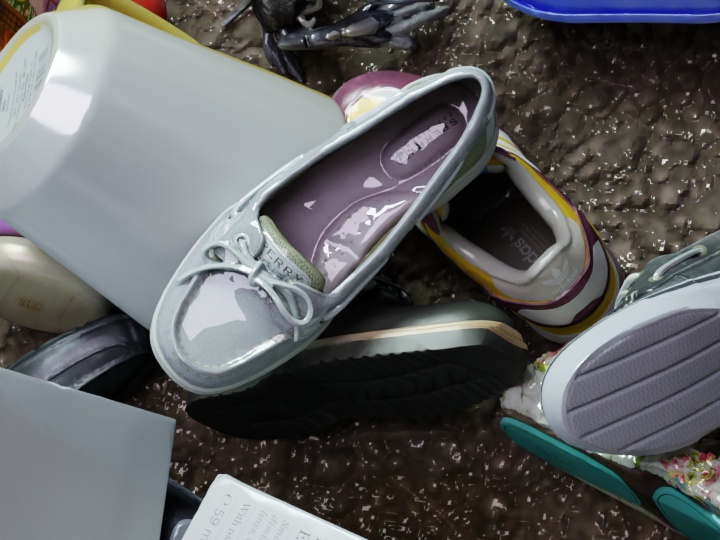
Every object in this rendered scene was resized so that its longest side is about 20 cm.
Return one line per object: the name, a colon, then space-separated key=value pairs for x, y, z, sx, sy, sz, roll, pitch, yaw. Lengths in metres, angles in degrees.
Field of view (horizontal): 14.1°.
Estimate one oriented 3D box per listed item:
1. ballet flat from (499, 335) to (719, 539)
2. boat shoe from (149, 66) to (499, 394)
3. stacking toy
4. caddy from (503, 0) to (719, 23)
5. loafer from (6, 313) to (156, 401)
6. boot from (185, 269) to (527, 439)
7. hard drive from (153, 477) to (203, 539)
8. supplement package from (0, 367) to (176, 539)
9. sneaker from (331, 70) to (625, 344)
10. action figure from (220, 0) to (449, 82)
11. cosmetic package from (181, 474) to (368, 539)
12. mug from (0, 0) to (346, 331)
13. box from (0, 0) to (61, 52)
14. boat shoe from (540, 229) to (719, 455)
ballet flat: x=0.152 y=0.090 z=1.355 sx=0.200 sy=0.076 sz=0.064 roll=32 pitch=76 yaw=28
boat shoe: x=-0.017 y=-0.022 z=1.354 sx=0.202 sy=0.065 sz=0.074 roll=-38 pitch=83 yaw=-6
stacking toy: x=-0.149 y=-0.071 z=1.553 sx=0.085 sy=0.085 sz=0.201 roll=3 pitch=63 yaw=24
caddy: x=0.150 y=-0.187 z=1.454 sx=0.199 sy=0.105 sz=0.142 roll=3 pitch=48 yaw=24
loafer: x=-0.178 y=0.100 z=1.495 sx=0.200 sy=0.068 sz=0.070 roll=-40 pitch=67 yaw=9
boot: x=0.000 y=0.000 z=1.434 sx=0.200 sy=0.077 sz=0.139 roll=-9 pitch=60 yaw=37
hard drive: x=-0.145 y=0.189 z=1.423 sx=0.135 sy=0.042 sz=0.201 roll=28 pitch=95 yaw=40
supplement package: x=-0.210 y=0.147 z=1.334 sx=0.147 sy=0.191 sz=0.201 roll=-1 pitch=76 yaw=38
sneaker: x=0.049 y=-0.048 z=1.444 sx=0.200 sy=0.090 sz=0.075 roll=39 pitch=87 yaw=30
action figure: x=-0.006 y=-0.165 z=1.509 sx=0.200 sy=0.102 sz=0.119 roll=-5 pitch=100 yaw=62
cosmetic package: x=0.004 y=0.177 z=1.304 sx=0.200 sy=0.074 sz=0.102 roll=20 pitch=78 yaw=33
mug: x=-0.118 y=-0.058 z=1.451 sx=0.150 sy=0.153 sz=0.186 roll=-62 pitch=27 yaw=-2
box: x=-0.191 y=-0.179 z=1.574 sx=0.039 sy=0.137 sz=0.201 roll=3 pitch=70 yaw=25
boat shoe: x=0.151 y=0.029 z=1.348 sx=0.200 sy=0.072 sz=0.071 roll=-21 pitch=29 yaw=-34
